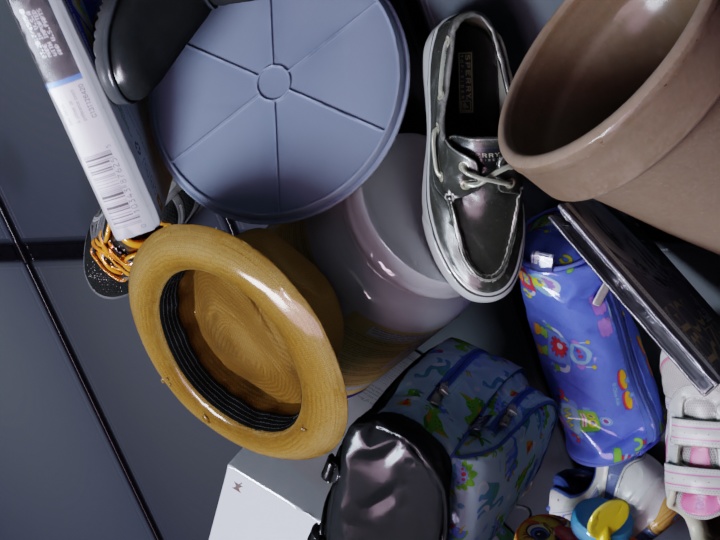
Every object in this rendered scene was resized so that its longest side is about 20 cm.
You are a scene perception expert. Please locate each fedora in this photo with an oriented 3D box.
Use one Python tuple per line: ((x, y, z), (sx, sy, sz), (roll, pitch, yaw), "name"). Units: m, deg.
((-0.071, 0.038, 1.461), (0.200, 0.082, 0.201), (22, 136, 23), "fedora")

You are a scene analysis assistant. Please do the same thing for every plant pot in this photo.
((0.215, -0.099, 1.304), (0.174, 0.201, 0.200), (35, 140, -20), "plant pot")

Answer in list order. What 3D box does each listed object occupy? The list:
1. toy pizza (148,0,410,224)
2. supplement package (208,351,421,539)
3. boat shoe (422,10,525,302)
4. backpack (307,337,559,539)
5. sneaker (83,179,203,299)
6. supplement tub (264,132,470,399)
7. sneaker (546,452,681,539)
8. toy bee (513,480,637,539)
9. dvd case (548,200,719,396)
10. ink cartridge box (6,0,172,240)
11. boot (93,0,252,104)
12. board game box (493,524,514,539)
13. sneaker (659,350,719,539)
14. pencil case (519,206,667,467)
((-0.057, -0.130, 1.476), (0.199, 0.201, 0.032), (19, 177, 22), "toy pizza")
((-0.005, 0.177, 1.645), (0.151, 0.200, 0.151), (30, 135, 13), "supplement package")
((0.077, -0.077, 1.420), (0.064, 0.070, 0.201), (-178, 81, -81), "boat shoe")
((0.057, 0.136, 1.494), (0.153, 0.200, 0.164), (13, 119, 5), "backpack")
((-0.187, -0.032, 1.698), (0.078, 0.077, 0.200), (39, 138, 0), "sneaker")
((0.000, 0.000, 1.541), (0.145, 0.145, 0.200), (45, 136, -4), "supplement tub")
((0.180, 0.200, 1.641), (0.088, 0.075, 0.200), (50, 133, 11), "sneaker")
((0.154, 0.224, 1.547), (0.199, 0.109, 0.132), (7, 116, 39), "toy bee")
((0.196, 0.012, 1.374), (0.016, 0.200, 0.149), (-42, 81, 15), "dvd case")
((-0.189, -0.152, 1.518), (0.047, 0.200, 0.198), (-20, 113, 9), "ink cartridge box")
((-0.073, -0.192, 1.420), (0.199, 0.165, 0.066), (-1, 148, 27), "boot")
((0.137, 0.310, 1.700), (0.200, 0.135, 0.029), (46, 137, -4), "board game box")
((0.261, 0.133, 1.505), (0.081, 0.088, 0.201), (-2, 122, 36), "sneaker")
((0.169, 0.050, 1.510), (0.087, 0.078, 0.201), (22, 139, 50), "pencil case")
